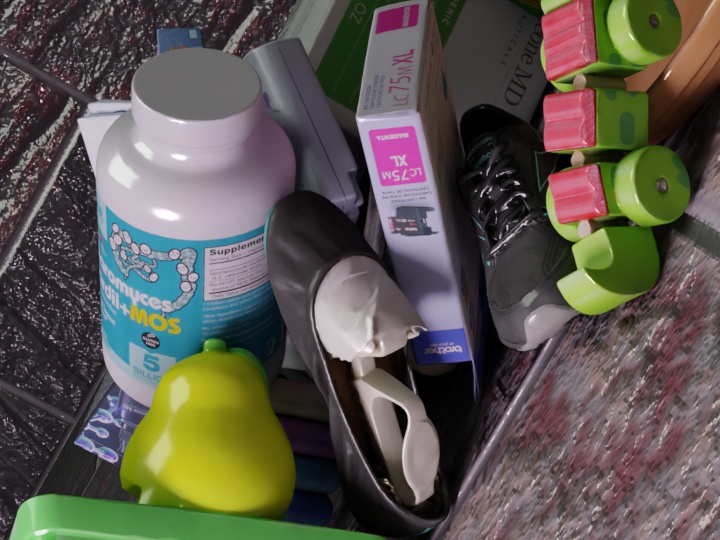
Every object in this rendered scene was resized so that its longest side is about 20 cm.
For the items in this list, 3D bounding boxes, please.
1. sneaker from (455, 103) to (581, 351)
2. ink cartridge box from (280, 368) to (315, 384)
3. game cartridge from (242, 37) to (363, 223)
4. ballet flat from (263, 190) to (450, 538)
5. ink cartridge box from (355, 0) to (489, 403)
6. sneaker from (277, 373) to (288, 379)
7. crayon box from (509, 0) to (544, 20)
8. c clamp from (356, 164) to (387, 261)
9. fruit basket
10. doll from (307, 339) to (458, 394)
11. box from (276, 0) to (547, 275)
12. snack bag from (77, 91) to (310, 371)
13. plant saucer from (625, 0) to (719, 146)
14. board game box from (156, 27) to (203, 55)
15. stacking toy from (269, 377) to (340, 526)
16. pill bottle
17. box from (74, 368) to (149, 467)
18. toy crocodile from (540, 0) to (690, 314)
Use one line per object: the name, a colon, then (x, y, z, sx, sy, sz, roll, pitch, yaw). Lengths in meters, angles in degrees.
sneaker: (0.082, -0.027, 0.918, 0.075, 0.079, 0.200, -38, 20, 18)
ink cartridge box: (-0.096, 0.167, 1.262, 0.200, 0.083, 0.146, -45, 19, 56)
game cartridge: (-0.051, -0.056, 1.091, 0.200, 0.041, 0.134, 112, 142, -62)
ballet flat: (0.009, 0.051, 0.905, 0.068, 0.201, 0.068, -29, 19, -31)
ink cartridge box: (0.039, -0.035, 0.955, 0.120, 0.042, 0.201, -81, -21, -52)
sneaker: (-0.100, 0.162, 1.111, 0.074, 0.081, 0.201, 49, -130, -55)
crayon box: (0.092, -0.233, 1.099, 0.051, 0.199, 0.127, -63, 11, -13)
c clamp: (0.000, 0.000, 1.047, 0.200, 0.027, 0.172, -113, 31, -83)
fruit basket: (-0.090, 0.151, 0.911, 0.156, 0.215, 0.216, 118, 173, -46)
doll: (0.013, 0.068, 1.105, 0.200, 0.048, 0.137, -29, 30, 60)
box: (0.025, -0.136, 1.237, 0.200, 0.171, 0.200, -65, 12, -20)
snack bag: (-0.098, -0.018, 1.075, 0.021, 0.189, 0.200, -26, 19, -37)
plant saucer: (0.177, -0.144, 0.924, 0.201, 0.037, 0.200, -57, 12, 20)
board game box: (-0.122, -0.070, 1.209, 0.200, 0.034, 0.136, -105, 14, -55)
stacking toy: (-0.055, 0.168, 1.034, 0.085, 0.085, 0.201, 165, 116, -75)
pill bottle: (-0.093, -0.023, 0.955, 0.111, 0.110, 0.201, -74, -8, -50)
box: (-0.125, 0.092, 1.408, 0.200, 0.148, 0.107, -51, 15, 44)
toy crocodile: (0.116, -0.078, 0.832, 0.067, 0.062, 0.201, -12, 78, 54)
